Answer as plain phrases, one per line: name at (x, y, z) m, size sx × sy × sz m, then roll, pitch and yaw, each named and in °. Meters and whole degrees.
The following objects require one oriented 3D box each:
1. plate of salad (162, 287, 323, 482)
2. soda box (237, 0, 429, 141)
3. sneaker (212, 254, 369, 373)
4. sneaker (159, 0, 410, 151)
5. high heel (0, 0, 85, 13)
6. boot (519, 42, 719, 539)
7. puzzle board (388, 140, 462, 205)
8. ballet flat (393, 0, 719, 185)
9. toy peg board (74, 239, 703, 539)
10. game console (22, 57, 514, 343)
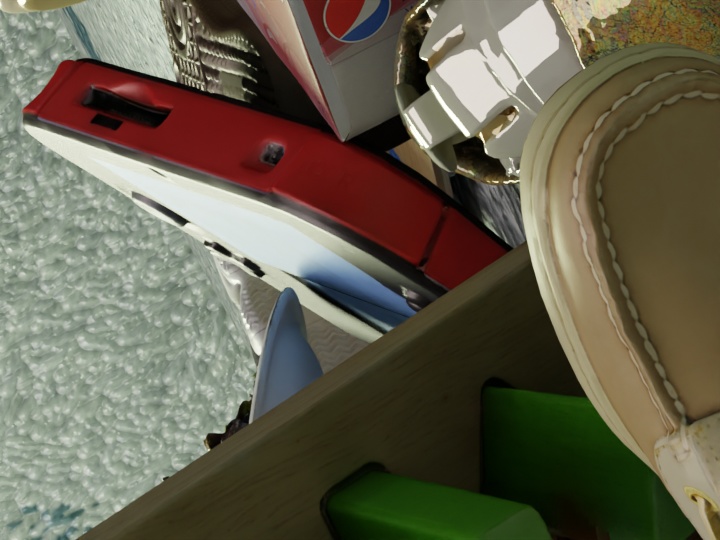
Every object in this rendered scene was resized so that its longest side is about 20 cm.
plate of salad at (-0.036, 0.105, 0.888) m, size 0.200 × 0.048 × 0.201 m, roll 3°, pitch -90°, yaw -84°
soda box at (-0.021, -0.122, 0.811) m, size 0.200 × 0.070 × 0.064 m, roll 55°, pitch 170°, yaw 49°
sneaker at (-0.009, 0.037, 1.109) m, size 0.200 × 0.075 × 0.114 m, roll -104°, pitch 0°, yaw -53°
sneaker at (-0.017, -0.074, 0.963) m, size 0.200 × 0.075 × 0.071 m, roll -133°, pitch 34°, yaw -66°
high heel at (-0.133, -0.162, 0.929) m, size 0.143 × 0.071 × 0.200 m, roll 59°, pitch -167°, yaw 12°
boot at (0.109, 0.052, 0.520) m, size 0.201 × 0.073 × 0.155 m, roll 61°, pitch 175°, yaw -15°
puzzle board at (0.000, -0.083, 1.090) m, size 0.151 × 0.017 × 0.200 m, roll 57°, pitch 173°, yaw 26°
ballet flat at (0.041, -0.051, 0.650) m, size 0.071 × 0.071 × 0.200 m, roll 61°, pitch 174°, yaw 0°
toy peg board at (0.063, 0.107, 0.662) m, size 0.200 × 0.200 × 0.098 m, roll 62°, pitch 159°, yaw -13°
game console at (0.000, 0.000, 0.863) m, size 0.177 × 0.031 × 0.200 m, roll 38°, pitch 170°, yaw -35°
